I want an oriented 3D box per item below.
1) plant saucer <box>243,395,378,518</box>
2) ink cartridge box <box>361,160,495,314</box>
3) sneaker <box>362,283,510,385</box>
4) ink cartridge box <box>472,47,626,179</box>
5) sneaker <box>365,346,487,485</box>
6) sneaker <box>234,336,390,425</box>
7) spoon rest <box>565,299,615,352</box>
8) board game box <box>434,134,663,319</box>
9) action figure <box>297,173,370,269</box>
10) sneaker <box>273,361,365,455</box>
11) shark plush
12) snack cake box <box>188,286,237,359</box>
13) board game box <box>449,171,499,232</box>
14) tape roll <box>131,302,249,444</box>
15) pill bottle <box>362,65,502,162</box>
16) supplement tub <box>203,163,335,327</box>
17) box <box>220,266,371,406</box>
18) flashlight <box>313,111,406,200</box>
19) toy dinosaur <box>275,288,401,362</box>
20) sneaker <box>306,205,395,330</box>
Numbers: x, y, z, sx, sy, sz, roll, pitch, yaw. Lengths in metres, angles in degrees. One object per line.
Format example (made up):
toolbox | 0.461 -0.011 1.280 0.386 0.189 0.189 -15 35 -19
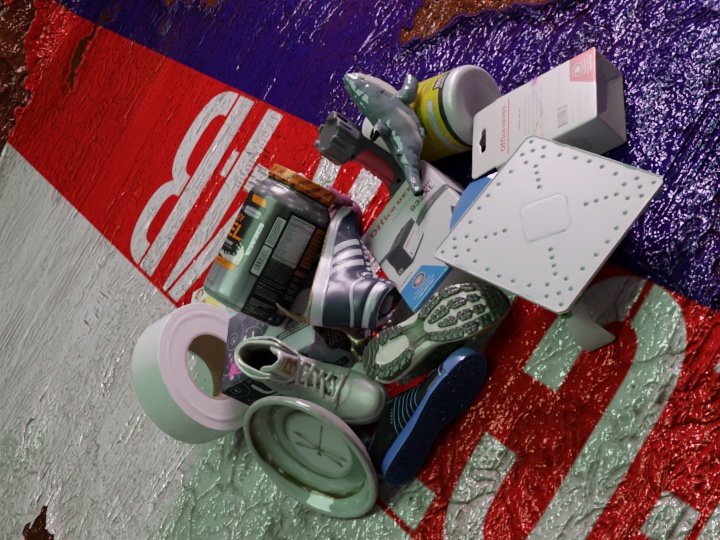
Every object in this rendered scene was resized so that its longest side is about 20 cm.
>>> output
plant saucer | -0.055 0.226 1.503 0.200 0.200 0.050 -16 25 46
ink cartridge box | 0.102 -0.034 1.563 0.145 0.084 0.200 -52 34 12
sneaker | 0.102 0.084 1.476 0.199 0.089 0.077 -29 56 16
ink cartridge box | 0.238 -0.184 1.515 0.200 0.067 0.117 -25 47 39
sneaker | 0.074 0.166 1.462 0.200 0.070 0.078 -54 39 9
sneaker | -0.068 0.140 1.504 0.199 0.116 0.074 14 79 26
spoon rest | 0.253 -0.007 1.369 0.099 0.061 0.201 -32 44 35
board game box | 0.215 -0.053 1.352 0.200 0.026 0.200 26 70 42
action figure | -0.032 -0.067 1.746 0.148 0.134 0.200 0 32 17
sneaker | -0.051 0.202 1.600 0.200 0.074 0.089 -38 36 11
shark plush | 0.036 -0.179 1.595 0.091 0.083 0.201 -31 64 43
snack cake box | -0.192 0.060 1.890 0.200 0.067 0.115 -28 46 38
board game box | 0.205 -0.062 1.415 0.199 0.039 0.158 -22 45 14
tape roll | -0.239 0.154 1.763 0.071 0.202 0.203 -28 45 38
pill bottle | 0.098 -0.212 1.676 0.200 0.112 0.113 -13 55 47
supplement tub | -0.119 -0.036 1.605 0.122 0.122 0.201 27 90 56
box | -0.092 0.106 1.682 0.200 0.115 0.133 -30 43 37
flashlight | 0.023 -0.137 1.640 0.068 0.200 0.068 -48 36 18
toy dinosaur | -0.013 0.071 1.588 0.101 0.199 0.058 57 146 35
sneaker | 0.000 0.000 1.565 0.070 0.108 0.201 91 -170 -48
